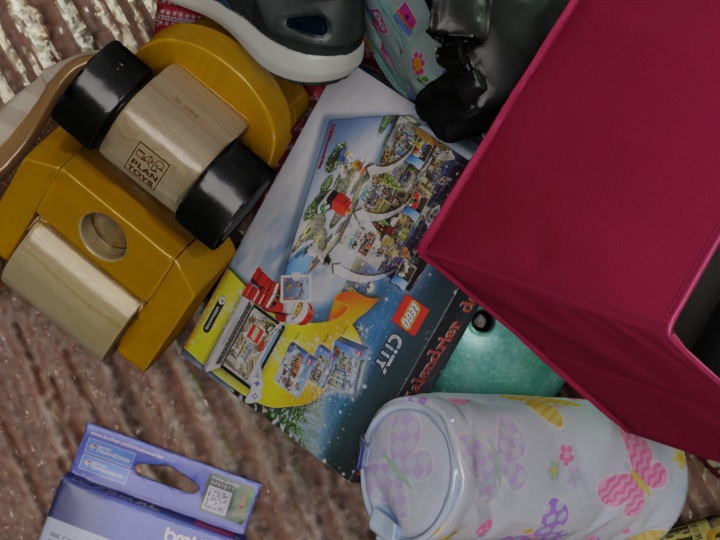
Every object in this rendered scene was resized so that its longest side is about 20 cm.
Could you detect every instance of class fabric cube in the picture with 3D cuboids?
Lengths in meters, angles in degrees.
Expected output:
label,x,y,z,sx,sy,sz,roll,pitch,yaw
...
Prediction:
label,x,y,z,sx,sy,sz,roll,pitch,yaw
fabric cube,0.192,-0.020,1.279,0.200,0.199,0.197,38,77,-34

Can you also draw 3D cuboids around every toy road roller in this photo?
label,x,y,z,sx,sy,sz,roll,pitch,yaw
toy road roller,-0.111,-0.056,1.450,0.123,0.146,0.200,39,132,2

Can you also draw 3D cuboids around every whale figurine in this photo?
label,x,y,z,sx,sy,sz,roll,pitch,yaw
whale figurine,0.089,0.000,1.479,0.159,0.104,0.200,37,89,0

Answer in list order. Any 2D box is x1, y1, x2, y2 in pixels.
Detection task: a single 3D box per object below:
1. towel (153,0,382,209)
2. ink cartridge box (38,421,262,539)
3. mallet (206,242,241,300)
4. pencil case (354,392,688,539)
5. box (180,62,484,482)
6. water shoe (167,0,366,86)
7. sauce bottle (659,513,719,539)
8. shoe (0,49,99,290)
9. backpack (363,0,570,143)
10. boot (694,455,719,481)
label,x,y,z,sx,sy,sz,roll,pitch,yaw
towel,-0.051,-0.133,1.493,0.144,0.022,0.201,8,108,3
ink cartridge box,-0.145,0.204,1.518,0.119,0.042,0.201,20,89,0
mallet,-0.018,-0.042,1.490,0.066,0.041,0.200,38,106,-1
pencil case,0.094,0.116,1.423,0.199,0.083,0.091,3,98,-41
box,0.000,0.000,1.433,0.136,0.038,0.201,35,102,26
water shoe,-0.066,-0.178,1.394,0.200,0.071,0.079,35,129,29
sauce bottle,0.207,0.177,1.501,0.199,0.065,0.065,-16,91,-1
shoe,-0.210,-0.052,1.513,0.200,0.053,0.070,-48,122,5
backpack,0.054,-0.180,1.384,0.166,0.127,0.201,-23,81,-34
boot,0.210,0.012,1.489,0.154,0.073,0.204,-43,98,0
